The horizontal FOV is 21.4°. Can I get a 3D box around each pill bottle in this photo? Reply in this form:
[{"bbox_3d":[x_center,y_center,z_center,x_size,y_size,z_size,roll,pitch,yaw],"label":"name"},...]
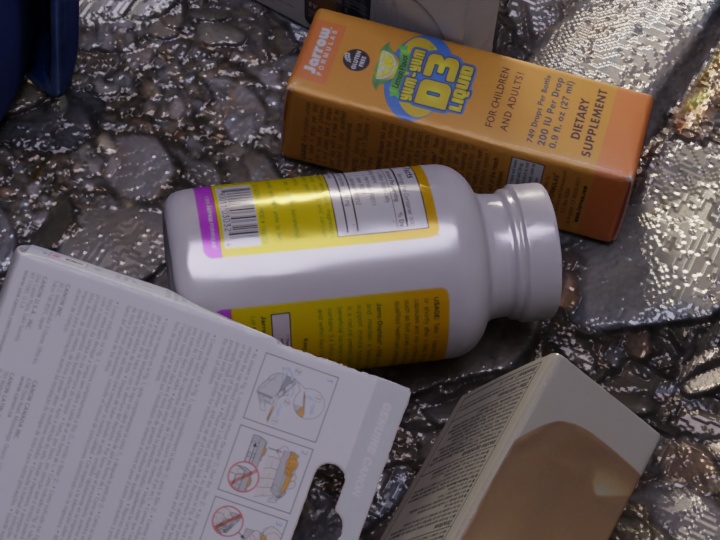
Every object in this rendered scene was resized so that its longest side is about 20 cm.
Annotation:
[{"bbox_3d":[0.000,0.000,1.001,0.200,0.104,0.104,-6,60,-7],"label":"pill bottle"}]

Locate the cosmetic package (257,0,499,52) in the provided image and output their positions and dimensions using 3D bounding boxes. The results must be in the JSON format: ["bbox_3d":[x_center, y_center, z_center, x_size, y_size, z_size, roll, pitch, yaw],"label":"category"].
[{"bbox_3d":[-0.014,-0.197,1.091,0.200,0.151,0.052,29,61,14],"label":"cosmetic package"}]

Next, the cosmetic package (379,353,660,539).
[{"bbox_3d":[0.053,0.146,0.909,0.071,0.105,0.200,38,62,-11],"label":"cosmetic package"}]

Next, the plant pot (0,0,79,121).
[{"bbox_3d":[-0.265,-0.168,1.035,0.200,0.200,0.180,41,59,20],"label":"plant pot"}]

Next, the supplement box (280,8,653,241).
[{"bbox_3d":[0.058,-0.082,1.076,0.200,0.069,0.067,14,58,6],"label":"supplement box"}]

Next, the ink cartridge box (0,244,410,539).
[{"bbox_3d":[-0.098,0.095,0.931,0.200,0.057,0.163,19,95,-10],"label":"ink cartridge box"}]
